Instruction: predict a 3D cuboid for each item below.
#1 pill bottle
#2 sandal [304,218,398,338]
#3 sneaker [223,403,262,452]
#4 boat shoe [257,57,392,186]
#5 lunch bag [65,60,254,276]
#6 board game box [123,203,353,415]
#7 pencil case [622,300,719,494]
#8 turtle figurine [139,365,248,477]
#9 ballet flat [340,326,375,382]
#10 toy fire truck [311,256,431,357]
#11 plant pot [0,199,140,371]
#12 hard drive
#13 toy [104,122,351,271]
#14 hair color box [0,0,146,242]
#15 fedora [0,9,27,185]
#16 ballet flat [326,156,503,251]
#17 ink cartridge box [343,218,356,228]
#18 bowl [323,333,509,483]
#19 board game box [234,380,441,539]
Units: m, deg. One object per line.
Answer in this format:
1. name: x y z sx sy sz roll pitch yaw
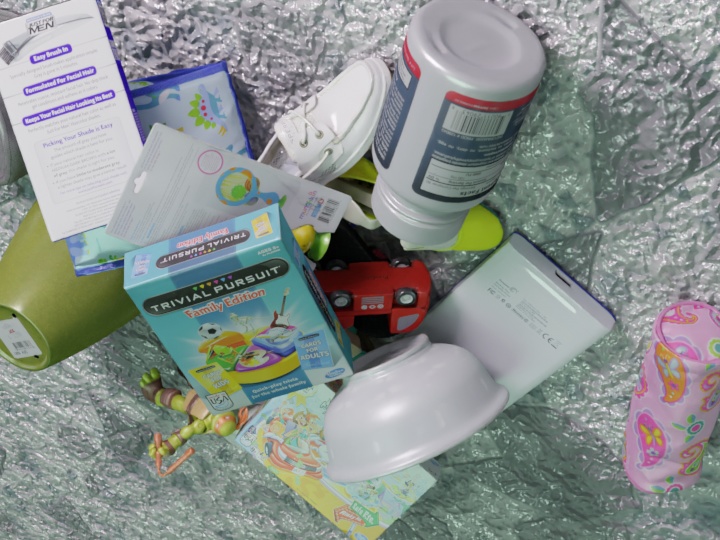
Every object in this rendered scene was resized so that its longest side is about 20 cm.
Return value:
1. pill bottle: 0.075 -0.123 1.113 0.119 0.120 0.201 28 136 7
2. sandal: 0.000 0.000 1.300 0.074 0.045 0.200 -23 135 15
3. sneaker: -0.071 0.173 1.498 0.197 0.076 0.089 10 127 11
4. boat shoe: -0.048 -0.118 1.185 0.069 0.071 0.200 15 124 -43
5. lunch bag: -0.202 -0.105 1.272 0.198 0.128 0.172 -12 106 12
6. board game box: -0.109 0.043 1.188 0.149 0.047 0.201 -17 136 9
7. pencil case: 0.302 0.125 1.215 0.087 0.088 0.202 17 134 18
8. turtle figurine: -0.178 0.149 1.492 0.161 0.200 0.065 33 164 47
9. ballet flat: -0.023 0.077 1.385 0.200 0.068 0.072 51 168 -28
10. toy fire truck: -0.032 0.055 1.283 0.197 0.049 0.142 -3 137 -7
11. plant pot: -0.322 0.011 1.413 0.185 0.201 0.189 16 133 18
12. hard drive: 0.145 0.059 1.293 0.132 0.025 0.200 40 136 -5
13. toy: -0.120 -0.058 1.167 0.198 0.047 0.116 21 113 -23
14. hair color box: -0.261 -0.140 1.173 0.108 0.065 0.202 -17 101 -2
15. fedora: -0.388 -0.169 1.377 0.176 0.091 0.201 33 137 4
16. ballet flat: 0.038 -0.056 1.230 0.198 0.067 0.067 25 134 10
17. ink cartridge box: -0.086 -0.034 1.341 0.094 0.044 0.200 41 136 -7
18. bowl: 0.040 0.124 1.270 0.200 0.201 0.091 -20 98 41
19. board game box: -0.026 0.206 1.448 0.200 0.034 0.135 40 115 -5
